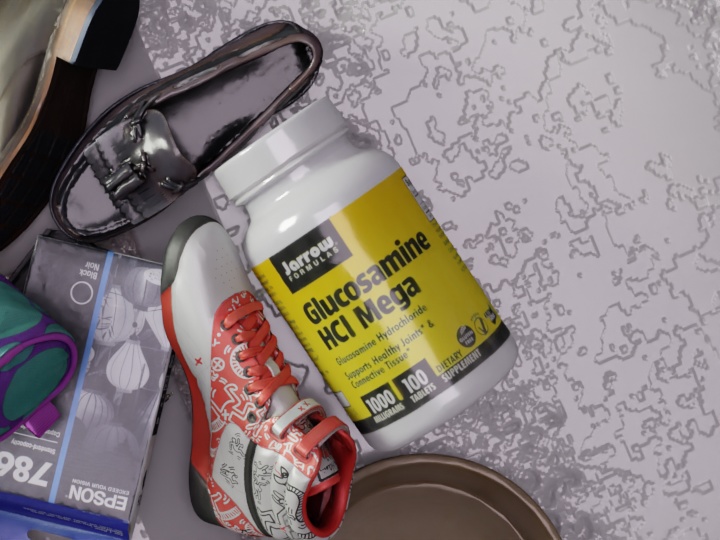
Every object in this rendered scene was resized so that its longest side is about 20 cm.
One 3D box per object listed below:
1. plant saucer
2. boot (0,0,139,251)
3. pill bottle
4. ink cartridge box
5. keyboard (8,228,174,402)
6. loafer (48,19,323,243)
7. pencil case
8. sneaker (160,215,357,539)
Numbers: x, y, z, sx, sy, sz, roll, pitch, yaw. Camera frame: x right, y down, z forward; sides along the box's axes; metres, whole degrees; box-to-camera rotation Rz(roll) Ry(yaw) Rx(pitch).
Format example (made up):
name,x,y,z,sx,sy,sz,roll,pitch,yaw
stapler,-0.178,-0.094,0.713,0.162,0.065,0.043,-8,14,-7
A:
name,x,y,z,sx,sy,sz,roll,pitch,yaw
plant saucer,0.040,0.217,1.096,0.198,0.029,0.202,2,79,-10
boot,-0.221,-0.109,1.079,0.097,0.075,0.201,32,96,19
pill bottle,0.000,0.000,1.064,0.112,0.112,0.201,-34,93,-3
ink cartridge box,-0.172,0.086,1.068,0.099,0.039,0.202,12,88,-1
keyboard,-0.200,0.083,1.096,0.127,0.021,0.200,36,89,1
loafer,-0.107,-0.089,1.071,0.200,0.063,0.072,-37,102,-7
pencil case,-0.261,0.016,1.026,0.200,0.093,0.085,37,65,22
sneaker,-0.055,0.068,1.046,0.107,0.067,0.203,8,111,36
